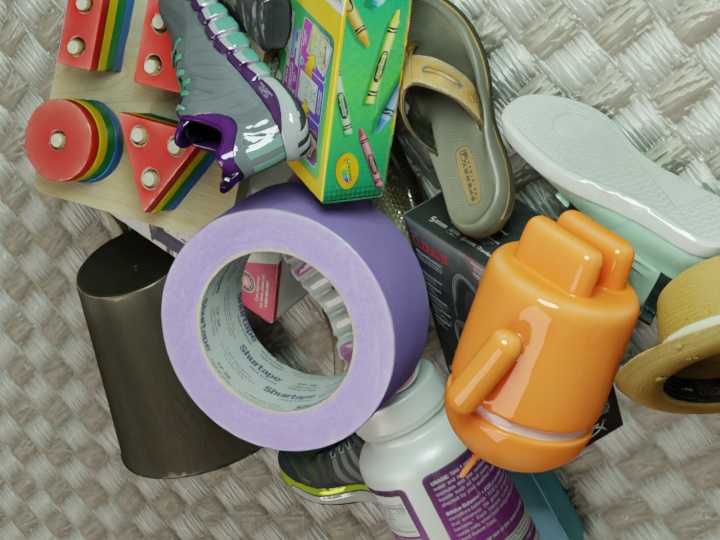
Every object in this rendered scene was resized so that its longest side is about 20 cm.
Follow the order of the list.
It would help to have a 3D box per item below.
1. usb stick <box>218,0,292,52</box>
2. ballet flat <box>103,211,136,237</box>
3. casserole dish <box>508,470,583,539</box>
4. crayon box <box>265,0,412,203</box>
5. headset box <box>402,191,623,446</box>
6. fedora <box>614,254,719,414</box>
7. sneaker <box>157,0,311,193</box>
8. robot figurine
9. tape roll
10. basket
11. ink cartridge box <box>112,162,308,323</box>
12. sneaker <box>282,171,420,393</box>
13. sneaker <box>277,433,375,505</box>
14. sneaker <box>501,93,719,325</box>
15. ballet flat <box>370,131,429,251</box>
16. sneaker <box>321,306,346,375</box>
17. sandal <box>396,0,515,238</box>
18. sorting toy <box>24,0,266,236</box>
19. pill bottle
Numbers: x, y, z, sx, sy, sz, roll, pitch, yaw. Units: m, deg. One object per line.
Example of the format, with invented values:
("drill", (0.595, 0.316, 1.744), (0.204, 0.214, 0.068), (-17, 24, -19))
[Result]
("usb stick", (-0.095, -0.222, 1.662), (0.200, 0.032, 0.056), (-129, 36, -58))
("ballet flat", (-0.225, -0.074, 1.993), (0.062, 0.067, 0.201), (22, 137, 47))
("casserole dish", (0.127, 0.186, 1.876), (0.121, 0.039, 0.201), (-11, 113, 51))
("crayon box", (-0.020, -0.167, 1.617), (0.119, 0.058, 0.201), (50, 140, 48))
("headset box", (0.117, 0.030, 1.673), (0.149, 0.077, 0.201), (36, 149, 53))
("fedora", (0.273, 0.037, 1.513), (0.201, 0.200, 0.082), (-43, 49, 55))
("sneaker", (-0.120, -0.143, 1.625), (0.200, 0.087, 0.075), (50, 163, 36))
("robot figurine", (0.126, 0.059, 1.530), (0.116, 0.144, 0.201), (16, 114, -2))
("tape roll", (-0.052, 0.036, 1.701), (0.199, 0.085, 0.201), (7, 109, 19))
("basket", (-0.175, 0.070, 1.979), (0.179, 0.136, 0.201), (-16, 121, 11))
("ink cartridge box", (-0.123, -0.072, 1.864), (0.200, 0.084, 0.145), (33, 140, 23))
("sneaker", (0.000, 0.000, 1.768), (0.080, 0.088, 0.201), (-20, 97, 28))
("sneaker", (0.004, 0.168, 1.976), (0.199, 0.074, 0.081), (2, 118, 37))
("sneaker", (0.178, -0.040, 1.582), (0.200, 0.074, 0.118), (36, 145, 19))
("ballet flat", (0.022, -0.061, 1.730), (0.046, 0.067, 0.201), (-15, 109, 20))
("sneaker", (0.013, 0.045, 1.862), (0.075, 0.071, 0.201), (3, 126, 13))
("sandal", (0.057, -0.119, 1.601), (0.082, 0.054, 0.201), (-27, 71, 45))
("sorting toy", (-0.183, -0.140, 1.772), (0.199, 0.070, 0.200), (16, 99, 26))
("pill bottle", (0.067, 0.179, 1.806), (0.112, 0.112, 0.201), (-5, 118, 49))
